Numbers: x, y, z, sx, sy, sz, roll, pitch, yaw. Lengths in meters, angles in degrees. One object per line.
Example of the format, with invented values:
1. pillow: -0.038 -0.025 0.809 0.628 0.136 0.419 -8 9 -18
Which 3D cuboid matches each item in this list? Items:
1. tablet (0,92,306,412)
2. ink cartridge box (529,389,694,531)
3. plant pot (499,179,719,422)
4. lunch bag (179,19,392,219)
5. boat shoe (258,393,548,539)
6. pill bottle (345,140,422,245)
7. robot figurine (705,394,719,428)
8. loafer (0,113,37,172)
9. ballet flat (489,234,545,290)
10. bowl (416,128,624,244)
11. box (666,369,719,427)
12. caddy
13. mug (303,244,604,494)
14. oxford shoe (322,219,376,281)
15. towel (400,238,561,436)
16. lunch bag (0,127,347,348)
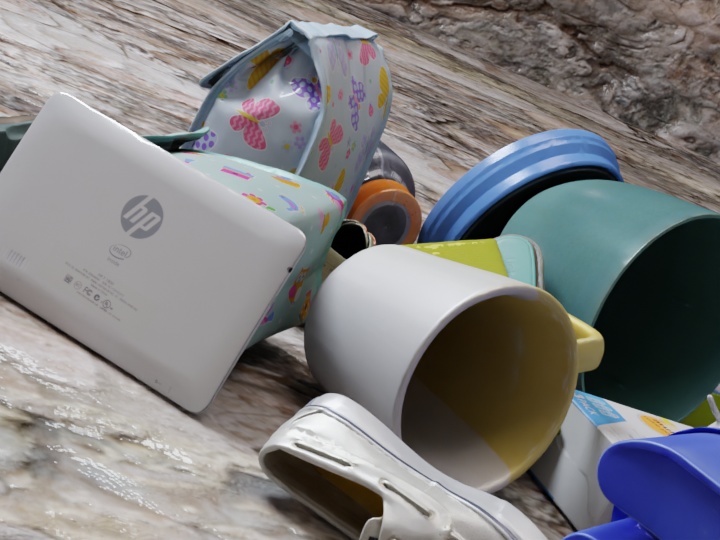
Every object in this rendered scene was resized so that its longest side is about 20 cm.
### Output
1. tablet: -0.145 -0.014 1.091 0.200 0.130 0.014 31 -4 15
2. ink cartridge box: 0.229 0.158 1.247 0.200 0.068 0.115 19 17 -28
3. plant pot: 0.204 0.015 1.458 0.200 0.201 0.161 12 16 -44
4. lunch bag: -0.062 -0.108 1.410 0.127 0.200 0.170 30 16 13
5. boat shoe: 0.026 0.146 0.978 0.200 0.071 0.070 36 45 22
6. pill bottle: -0.018 -0.080 1.573 0.106 0.106 0.200 16 18 -33
7. robot figurine: 0.276 0.169 1.134 0.200 0.113 0.170 44 36 -22
8. loafer: -0.256 -0.089 1.281 0.063 0.072 0.200 28 15 30
9. ballet flat: 0.116 0.063 1.332 0.067 0.064 0.200 1 51 5
10. bowl: 0.146 -0.042 1.554 0.201 0.201 0.039 10 41 -48
11. box: 0.321 0.112 1.604 0.200 0.048 0.122 16 17 -33
12. caddy: 0.210 0.177 1.010 0.105 0.141 0.200 4 26 -44
13. mug: 0.052 0.061 1.175 0.187 0.150 0.153 31 0 -41
14. oxford shoe: 0.000 0.000 1.390 0.071 0.074 0.200 32 16 22
15. towel: 0.081 0.050 1.279 0.086 0.018 0.200 -3 43 -11
16. lunch bag: -0.132 -0.032 1.192 0.200 0.122 0.170 23 14 16
